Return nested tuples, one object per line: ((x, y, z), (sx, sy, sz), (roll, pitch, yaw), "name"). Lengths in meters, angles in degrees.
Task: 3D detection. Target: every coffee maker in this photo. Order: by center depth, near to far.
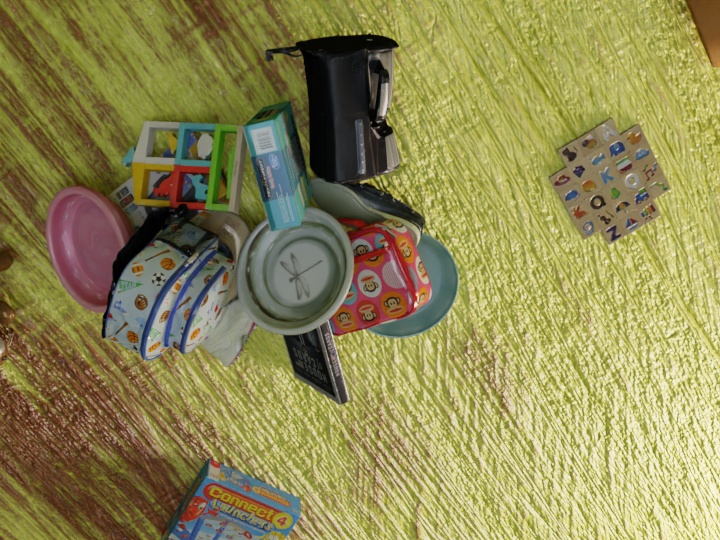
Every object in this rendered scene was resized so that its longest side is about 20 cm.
((-0.037, -0.241, 1.318), (0.191, 0.135, 0.201), (-1, 114, 2), "coffee maker")

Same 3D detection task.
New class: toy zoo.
((-0.271, -0.158, 1.332), (0.199, 0.020, 0.132), (4, 86, 17), "toy zoo")

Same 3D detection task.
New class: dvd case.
((-0.088, 0.113, 1.460), (0.025, 0.150, 0.201), (-26, 117, -27), "dvd case")

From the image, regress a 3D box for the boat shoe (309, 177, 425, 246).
((0.015, -0.106, 1.410), (0.199, 0.066, 0.075), (24, 137, 13), "boat shoe")

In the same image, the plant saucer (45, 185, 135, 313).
((-0.411, -0.036, 1.371), (0.200, 0.051, 0.202), (14, 114, 34), "plant saucer")

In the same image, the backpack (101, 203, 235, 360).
((-0.282, 0.038, 1.280), (0.154, 0.190, 0.201), (27, 127, 15), "backpack")

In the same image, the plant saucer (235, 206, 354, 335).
((-0.094, 0.003, 1.348), (0.200, 0.201, 0.050), (-37, 155, 12), "plant saucer")

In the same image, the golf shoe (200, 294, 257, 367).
((-0.210, 0.073, 1.459), (0.091, 0.075, 0.200), (31, 119, -5), "golf shoe")

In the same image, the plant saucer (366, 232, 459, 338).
((0.066, 0.018, 1.486), (0.199, 0.036, 0.201), (-2, 114, -3), "plant saucer")

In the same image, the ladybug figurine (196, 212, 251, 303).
((-0.245, -0.019, 1.422), (0.135, 0.072, 0.200), (34, 107, -9), "ladybug figurine")

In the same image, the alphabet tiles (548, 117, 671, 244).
((0.414, -0.145, 1.459), (0.166, 0.006, 0.200), (-31, 112, 9), "alphabet tiles")

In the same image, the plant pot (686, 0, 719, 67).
((0.556, -0.388, 1.276), (0.139, 0.200, 0.201), (-20, 115, 23), "plant pot")

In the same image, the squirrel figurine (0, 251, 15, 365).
((-0.655, 0.078, 1.421), (0.199, 0.142, 0.188), (5, 124, 9), "squirrel figurine")

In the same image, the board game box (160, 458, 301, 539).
((-0.244, 0.478, 1.650), (0.199, 0.056, 0.196), (27, 109, -15), "board game box")

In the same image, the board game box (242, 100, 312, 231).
((-0.118, -0.158, 1.295), (0.047, 0.200, 0.152), (-12, 107, 5), "board game box")

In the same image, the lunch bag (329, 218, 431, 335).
((0.000, 0.000, 1.390), (0.199, 0.082, 0.177), (-18, 98, 35), "lunch bag")

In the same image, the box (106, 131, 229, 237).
((-0.303, -0.110, 1.368), (0.200, 0.041, 0.119), (-35, 76, 9), "box")
